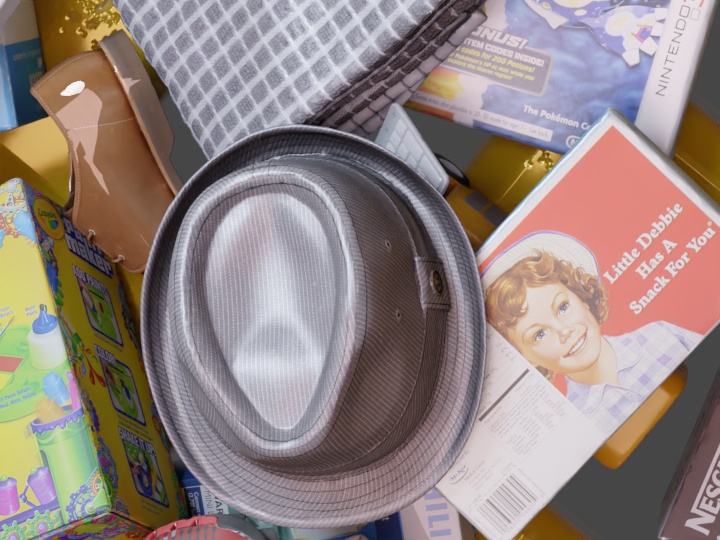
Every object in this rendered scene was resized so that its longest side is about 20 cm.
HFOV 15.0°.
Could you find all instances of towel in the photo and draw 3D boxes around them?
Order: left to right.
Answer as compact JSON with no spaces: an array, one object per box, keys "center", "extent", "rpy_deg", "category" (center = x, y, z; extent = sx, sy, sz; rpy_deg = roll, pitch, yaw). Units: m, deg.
[{"center":[-0.030,-0.155,1.401],"extent":[0.200,0.085,0.166],"rpy_deg":[-42,69,28],"category":"towel"}]

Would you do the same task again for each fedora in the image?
[{"center":[-0.032,0.027,1.322],"extent":[0.176,0.090,0.201],"rpy_deg":[-1,87,14],"category":"fedora"}]

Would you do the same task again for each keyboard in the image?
[{"center":[0.000,0.000,1.437],"extent":[0.056,0.011,0.200],"rpy_deg":[63,145,32],"category":"keyboard"}]

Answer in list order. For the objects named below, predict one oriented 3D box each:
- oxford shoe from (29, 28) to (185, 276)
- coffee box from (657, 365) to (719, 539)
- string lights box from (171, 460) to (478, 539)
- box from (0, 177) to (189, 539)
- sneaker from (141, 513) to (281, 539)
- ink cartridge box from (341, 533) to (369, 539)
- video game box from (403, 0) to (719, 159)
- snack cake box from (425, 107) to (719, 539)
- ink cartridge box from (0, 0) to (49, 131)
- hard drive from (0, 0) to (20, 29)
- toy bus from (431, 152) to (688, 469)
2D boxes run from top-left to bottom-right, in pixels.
[{"center":[-0.118,-0.025,1.472],"extent":[0.071,0.071,0.200],"rpy_deg":[-26,104,-8],"category":"oxford shoe"},{"center":[0.244,0.065,1.435],"extent":[0.113,0.080,0.200],"rpy_deg":[23,102,3],"category":"coffee box"},{"center":[-0.037,0.151,1.506],"extent":[0.199,0.059,0.103],"rpy_deg":[-8,97,11],"category":"string lights box"},{"center":[-0.220,0.087,1.459],"extent":[0.200,0.122,0.193],"rpy_deg":[-22,69,13],"category":"box"},{"center":[-0.128,0.187,1.380],"extent":[0.200,0.098,0.071],"rpy_deg":[-26,97,23],"category":"sneaker"},{"center":[-0.044,0.261,1.437],"extent":[0.200,0.146,0.147],"rpy_deg":[-22,133,23],"category":"ink cartridge box"},{"center":[0.092,-0.160,1.441],"extent":[0.199,0.047,0.183],"rpy_deg":[17,100,7],"category":"video game box"},{"center":[0.099,0.028,1.379],"extent":[0.115,0.067,0.200],"rpy_deg":[44,98,2],"category":"snack cake box"},{"center":[-0.259,-0.168,1.477],"extent":[0.145,0.084,0.201],"rpy_deg":[-7,97,11],"category":"ink cartridge box"},{"center":[-0.269,-0.120,1.421],"extent":[0.132,0.027,0.200],"rpy_deg":[39,103,11],"category":"hard drive"},{"center":[0.078,0.015,1.455],"extent":[0.200,0.078,0.065],"rpy_deg":[39,103,1],"category":"toy bus"}]
